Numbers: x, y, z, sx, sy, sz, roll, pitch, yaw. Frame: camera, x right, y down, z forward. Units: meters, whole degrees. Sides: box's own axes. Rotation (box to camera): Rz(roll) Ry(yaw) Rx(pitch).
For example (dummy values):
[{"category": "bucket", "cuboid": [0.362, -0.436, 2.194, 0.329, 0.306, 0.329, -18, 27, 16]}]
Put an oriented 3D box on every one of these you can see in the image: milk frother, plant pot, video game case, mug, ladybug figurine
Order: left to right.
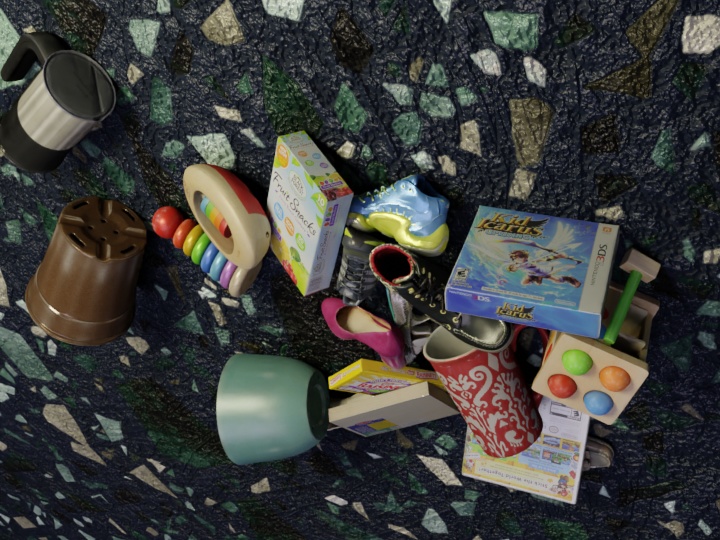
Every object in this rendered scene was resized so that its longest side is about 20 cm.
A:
[{"category": "milk frother", "cuboid": [-0.514, -0.243, 1.246, 0.187, 0.201, 0.181, -28, 109, 41]}, {"category": "plant pot", "cuboid": [-0.472, -0.008, 1.449, 0.198, 0.201, 0.199, 31, 127, -2]}, {"category": "ladybug figurine", "cuboid": [-0.204, -0.093, 1.275, 0.201, 0.071, 0.136, 50, 149, 19]}, {"category": "plant pot", "cuboid": [-0.148, 0.251, 1.501, 0.158, 0.202, 0.203, -4, 127, 17]}, {"category": "mug", "cuboid": [0.215, 0.174, 1.264, 0.175, 0.134, 0.202, -17, 111, 31]}, {"category": "video game case", "cuboid": [0.275, 0.279, 1.366, 0.197, 0.023, 0.186, 10, 105, 19]}, {"category": "video game case", "cuboid": [0.230, -0.005, 1.080, 0.197, 0.182, 0.046, 10, 132, 19]}]

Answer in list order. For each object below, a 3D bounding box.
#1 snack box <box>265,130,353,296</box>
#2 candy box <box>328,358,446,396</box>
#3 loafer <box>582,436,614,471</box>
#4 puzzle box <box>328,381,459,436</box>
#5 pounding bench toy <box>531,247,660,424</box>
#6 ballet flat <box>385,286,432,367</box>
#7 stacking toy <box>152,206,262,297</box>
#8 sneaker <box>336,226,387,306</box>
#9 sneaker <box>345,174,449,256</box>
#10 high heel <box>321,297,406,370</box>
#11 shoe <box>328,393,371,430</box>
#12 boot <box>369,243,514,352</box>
[{"category": "snack box", "cuboid": [-0.084, -0.082, 1.220, 0.143, 0.052, 0.202, 51, 144, 29]}, {"category": "candy box", "cuboid": [0.055, 0.188, 1.378, 0.197, 0.027, 0.102, 13, 147, -31]}, {"category": "loafer", "cuboid": [0.328, 0.317, 1.397, 0.197, 0.063, 0.073, 5, 131, 24]}, {"category": "puzzle box", "cuboid": [0.059, 0.245, 1.429, 0.197, 0.026, 0.133, -19, 150, 24]}, {"category": "pounding bench toy", "cuboid": [0.336, 0.086, 1.123, 0.122, 0.157, 0.202, 23, 135, 7]}, {"category": "ballet flat", "cuboid": [0.083, 0.088, 1.324, 0.071, 0.072, 0.203, 9, 133, 20]}, {"category": "stacking toy", "cuboid": [-0.266, -0.041, 1.388, 0.198, 0.086, 0.086, 32, 136, 7]}, {"category": "sneaker", "cuboid": [0.000, 0.000, 1.222, 0.073, 0.082, 0.200, 21, 163, 11]}, {"category": "sneaker", "cuboid": [0.047, -0.100, 1.187, 0.197, 0.075, 0.107, 23, 107, 21]}, {"category": "high heel", "cuboid": [-0.003, 0.079, 1.315, 0.200, 0.067, 0.097, 42, 160, 39]}, {"category": "shoe", "cuboid": [-0.004, 0.264, 1.529, 0.198, 0.054, 0.070, -19, 119, 38]}, {"category": "boot", "cuboid": [0.110, 0.039, 1.146, 0.203, 0.074, 0.153, 37, -175, 31]}]
